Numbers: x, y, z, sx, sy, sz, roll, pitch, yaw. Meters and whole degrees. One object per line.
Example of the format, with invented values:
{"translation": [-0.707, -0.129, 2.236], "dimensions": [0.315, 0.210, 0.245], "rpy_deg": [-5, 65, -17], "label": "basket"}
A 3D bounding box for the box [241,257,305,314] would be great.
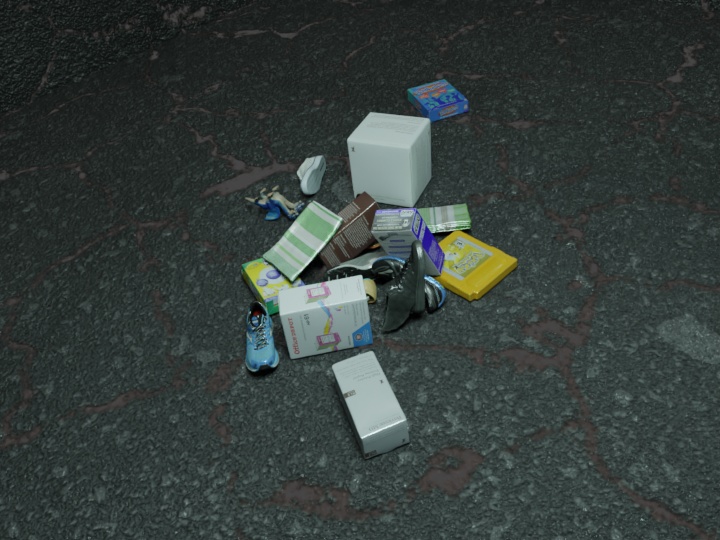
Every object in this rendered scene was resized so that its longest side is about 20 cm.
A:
{"translation": [-0.223, 0.023, 1.712], "dimensions": [0.115, 0.049, 0.200], "rpy_deg": [-19, 38, -22], "label": "box"}

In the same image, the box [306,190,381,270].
{"translation": [-0.030, -0.097, 1.732], "dimensions": [0.198, 0.101, 0.075], "rpy_deg": [-37, 42, -3], "label": "box"}

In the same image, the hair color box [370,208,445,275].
{"translation": [0.116, -0.064, 1.599], "dimensions": [0.107, 0.200, 0.066], "rpy_deg": [0, 61, 30], "label": "hair color box"}

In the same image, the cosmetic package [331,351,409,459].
{"translation": [0.018, 0.266, 1.359], "dimensions": [0.099, 0.075, 0.201], "rpy_deg": [-19, 39, -11], "label": "cosmetic package"}

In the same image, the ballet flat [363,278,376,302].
{"translation": [-0.054, 0.068, 1.619], "dimensions": [0.195, 0.069, 0.064], "rpy_deg": [-14, 53, -4], "label": "ballet flat"}

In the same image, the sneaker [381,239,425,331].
{"translation": [0.094, 0.034, 1.527], "dimensions": [0.101, 0.205, 0.060], "rpy_deg": [-3, 17, -1], "label": "sneaker"}

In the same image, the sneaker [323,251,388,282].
{"translation": [0.000, 0.000, 1.691], "dimensions": [0.195, 0.076, 0.080], "rpy_deg": [-13, 29, -14], "label": "sneaker"}

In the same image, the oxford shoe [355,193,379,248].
{"translation": [0.011, -0.134, 1.837], "dimensions": [0.070, 0.074, 0.202], "rpy_deg": [-14, 40, -7], "label": "oxford shoe"}

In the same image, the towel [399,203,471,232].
{"translation": [0.196, -0.145, 1.825], "dimensions": [0.195, 0.031, 0.150], "rpy_deg": [-6, 28, 6], "label": "towel"}

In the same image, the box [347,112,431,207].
{"translation": [0.089, -0.320, 1.945], "dimensions": [0.195, 0.204, 0.172], "rpy_deg": [11, 41, 22], "label": "box"}

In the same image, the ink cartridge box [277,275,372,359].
{"translation": [-0.079, 0.106, 1.511], "dimensions": [0.195, 0.147, 0.086], "rpy_deg": [-10, 40, -1], "label": "ink cartridge box"}

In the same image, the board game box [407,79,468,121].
{"translation": [0.268, -0.596, 2.360], "dimensions": [0.149, 0.046, 0.201], "rpy_deg": [-18, 39, -10], "label": "board game box"}

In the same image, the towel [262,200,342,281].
{"translation": [-0.145, -0.079, 1.703], "dimensions": [0.200, 0.023, 0.152], "rpy_deg": [-48, 43, -9], "label": "towel"}

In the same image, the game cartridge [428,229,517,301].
{"translation": [0.261, -0.016, 1.679], "dimensions": [0.175, 0.033, 0.198], "rpy_deg": [-35, 44, -28], "label": "game cartridge"}

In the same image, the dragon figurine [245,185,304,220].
{"translation": [-0.257, -0.185, 1.963], "dimensions": [0.196, 0.101, 0.059], "rpy_deg": [-8, 35, 33], "label": "dragon figurine"}

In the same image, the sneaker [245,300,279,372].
{"translation": [-0.235, 0.147, 1.537], "dimensions": [0.076, 0.091, 0.202], "rpy_deg": [-13, 39, -6], "label": "sneaker"}

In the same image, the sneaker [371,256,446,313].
{"translation": [0.107, 0.033, 1.603], "dimensions": [0.197, 0.071, 0.083], "rpy_deg": [30, 63, 17], "label": "sneaker"}

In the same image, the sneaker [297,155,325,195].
{"translation": [-0.159, -0.287, 2.067], "dimensions": [0.069, 0.074, 0.201], "rpy_deg": [-7, 29, 17], "label": "sneaker"}
